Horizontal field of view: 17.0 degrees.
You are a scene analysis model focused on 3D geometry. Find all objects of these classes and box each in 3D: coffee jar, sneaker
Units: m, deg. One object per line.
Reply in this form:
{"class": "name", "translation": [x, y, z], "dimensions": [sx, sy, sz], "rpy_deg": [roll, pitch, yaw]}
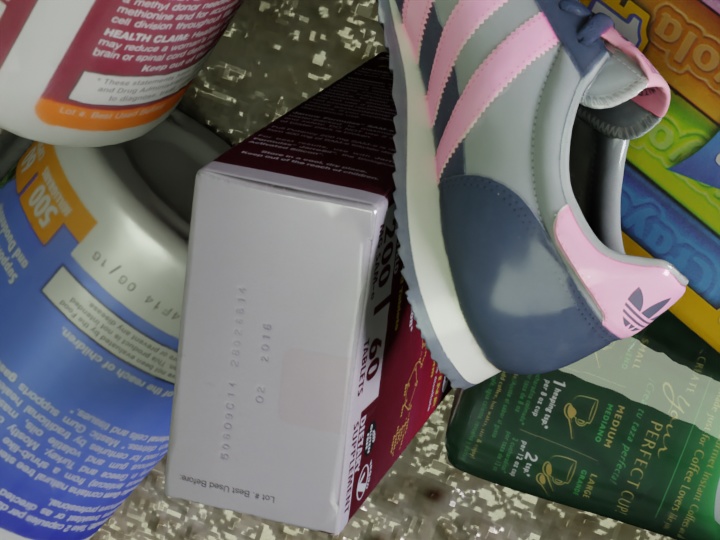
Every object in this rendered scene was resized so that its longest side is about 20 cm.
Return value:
{"class": "coffee jar", "translation": [0.137, 0.055, 0.848], "dimensions": [0.200, 0.085, 0.104], "rpy_deg": [23, 112, 8]}
{"class": "sneaker", "translation": [0.052, -0.067, 0.724], "dimensions": [0.082, 0.070, 0.200], "rpy_deg": [-13, 73, 22]}

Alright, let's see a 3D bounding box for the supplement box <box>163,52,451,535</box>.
{"class": "supplement box", "translation": [0.000, 0.000, 0.805], "dimensions": [0.061, 0.200, 0.109], "rpy_deg": [11, 109, 13]}

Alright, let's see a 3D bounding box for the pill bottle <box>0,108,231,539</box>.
{"class": "pill bottle", "translation": [-0.119, 0.038, 0.894], "dimensions": [0.112, 0.112, 0.200], "rpy_deg": [42, 111, 0]}

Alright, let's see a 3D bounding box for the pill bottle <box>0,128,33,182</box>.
{"class": "pill bottle", "translation": [-0.198, -0.114, 0.872], "dimensions": [0.200, 0.111, 0.111], "rpy_deg": [39, 111, 2]}

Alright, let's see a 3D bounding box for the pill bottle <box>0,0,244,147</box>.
{"class": "pill bottle", "translation": [-0.066, -0.143, 0.753], "dimensions": [0.114, 0.114, 0.200], "rpy_deg": [39, 130, 1]}

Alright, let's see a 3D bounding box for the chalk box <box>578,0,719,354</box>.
{"class": "chalk box", "translation": [0.165, -0.033, 0.756], "dimensions": [0.200, 0.125, 0.124], "rpy_deg": [41, 121, 23]}
